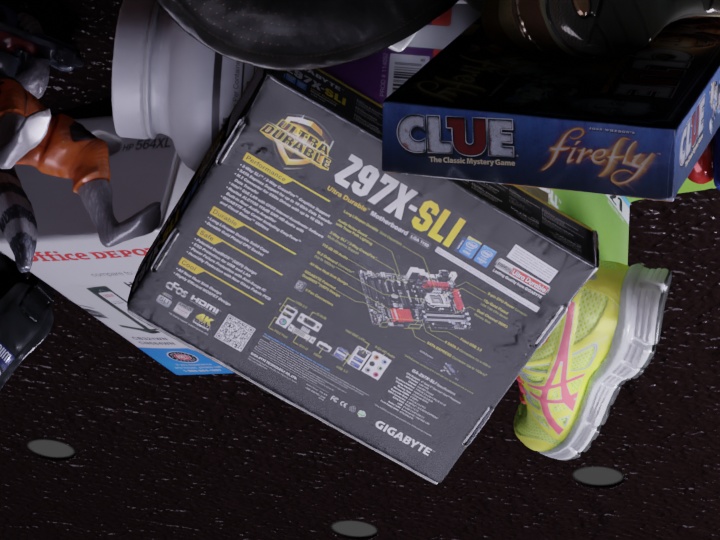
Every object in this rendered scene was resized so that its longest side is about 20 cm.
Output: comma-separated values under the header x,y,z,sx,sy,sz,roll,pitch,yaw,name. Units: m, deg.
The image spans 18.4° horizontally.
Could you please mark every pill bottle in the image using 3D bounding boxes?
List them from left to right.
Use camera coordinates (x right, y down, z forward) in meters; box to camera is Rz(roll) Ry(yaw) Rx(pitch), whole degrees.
x,y,z,sx,sy,sz,roll,pitch,yaw,name
-0.030,-0.104,1.201,0.198,0.113,0.113,5,152,3,pill bottle

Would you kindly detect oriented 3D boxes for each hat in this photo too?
x,y,z,sx,sy,sz,roll,pitch,yaw,name
-0.020,-0.195,1.043,0.199,0.202,0.081,12,-167,-11,hat

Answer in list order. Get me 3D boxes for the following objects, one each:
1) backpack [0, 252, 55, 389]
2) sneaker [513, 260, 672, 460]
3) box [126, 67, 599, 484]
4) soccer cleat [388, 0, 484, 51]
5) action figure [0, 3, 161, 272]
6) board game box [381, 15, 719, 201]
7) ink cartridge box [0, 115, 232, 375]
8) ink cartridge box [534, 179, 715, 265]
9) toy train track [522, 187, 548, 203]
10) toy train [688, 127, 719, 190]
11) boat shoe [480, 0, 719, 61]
x,y,z,sx,sy,sz,roll,pitch,yaw,name
-0.330,0.049,1.454,0.153,0.192,0.199,-1,156,46,backpack
0.118,0.045,1.342,0.089,0.079,0.200,17,146,-4,sneaker
0.000,0.000,1.162,0.199,0.049,0.160,29,115,-9,box
0.074,-0.172,1.085,0.068,0.086,0.199,28,144,-36,soccer cleat
-0.219,-0.093,1.194,0.193,0.105,0.199,38,-169,39,action figure
0.104,-0.086,1.056,0.134,0.200,0.035,6,112,17,board game box
-0.113,-0.013,1.393,0.145,0.085,0.200,-3,153,36,ink cartridge box
0.132,-0.044,1.319,0.198,0.076,0.148,-9,148,28,ink cartridge box
0.006,-0.043,1.241,0.198,0.033,0.115,-1,-164,6,toy train track
0.221,-0.046,1.175,0.084,0.202,0.116,-6,155,19,toy train
0.131,-0.147,1.063,0.073,0.076,0.199,-6,-169,44,boat shoe
